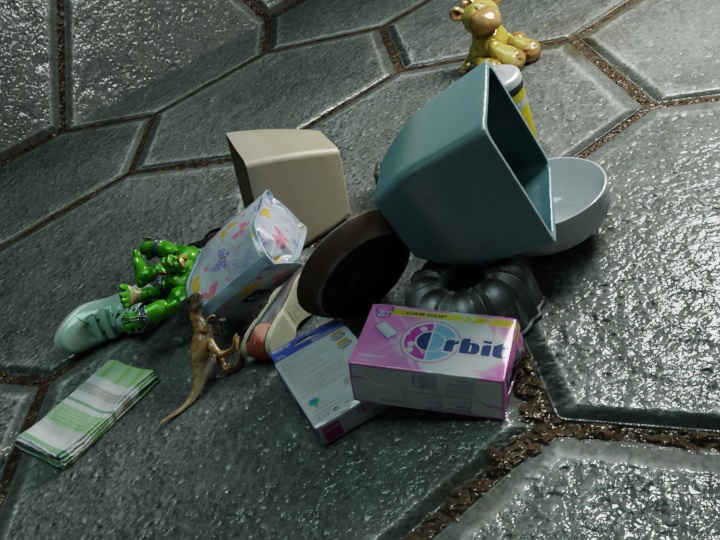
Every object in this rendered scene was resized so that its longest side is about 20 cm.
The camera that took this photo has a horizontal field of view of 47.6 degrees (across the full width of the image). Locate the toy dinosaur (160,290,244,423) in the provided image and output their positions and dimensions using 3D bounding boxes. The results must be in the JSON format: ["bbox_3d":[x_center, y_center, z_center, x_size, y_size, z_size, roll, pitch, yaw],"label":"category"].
[{"bbox_3d":[-0.234,0.134,1.231,0.106,0.060,0.201,-2,71,6],"label":"toy dinosaur"}]

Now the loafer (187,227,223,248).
[{"bbox_3d":[-0.290,-0.028,1.524,0.073,0.072,0.200,-13,32,17],"label":"loafer"}]

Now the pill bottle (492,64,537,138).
[{"bbox_3d":[0.231,-0.225,1.347,0.114,0.201,0.114,-17,30,10],"label":"pill bottle"}]

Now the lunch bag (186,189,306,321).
[{"bbox_3d":[-0.185,-0.010,1.333,0.169,0.127,0.200,-39,17,19],"label":"lunch bag"}]

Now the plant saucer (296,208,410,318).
[{"bbox_3d":[0.000,0.000,1.181,0.200,0.201,0.035,-32,56,-15],"label":"plant saucer"}]

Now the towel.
[{"bbox_3d":[-0.430,0.215,1.276,0.149,0.031,0.200,7,42,40],"label":"towel"}]

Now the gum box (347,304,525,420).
[{"bbox_3d":[0.097,0.109,1.002,0.199,0.066,0.114,5,38,17],"label":"gum box"}]

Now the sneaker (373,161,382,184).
[{"bbox_3d":[0.079,-0.163,1.492,0.099,0.071,0.200,-23,24,4],"label":"sneaker"}]

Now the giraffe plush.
[{"bbox_3d":[0.292,-0.540,1.845,0.172,0.163,0.200,-33,32,-16],"label":"giraffe plush"}]

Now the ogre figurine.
[{"bbox_3d":[-0.331,0.015,1.379,0.119,0.099,0.200,-7,26,5],"label":"ogre figurine"}]

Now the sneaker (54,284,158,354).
[{"bbox_3d":[-0.437,0.091,1.429,0.200,0.074,0.118,-32,25,-19],"label":"sneaker"}]

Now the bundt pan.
[{"bbox_3d":[0.149,0.030,1.125,0.201,0.076,0.202,-17,31,11],"label":"bundt pan"}]

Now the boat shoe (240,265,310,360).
[{"bbox_3d":[-0.118,0.061,1.271,0.062,0.071,0.200,-5,39,33],"label":"boat shoe"}]

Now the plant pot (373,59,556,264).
[{"bbox_3d":[0.132,-0.124,1.116,0.199,0.196,0.197,-24,31,26],"label":"plant pot"}]

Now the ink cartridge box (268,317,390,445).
[{"bbox_3d":[-0.040,0.144,1.109,0.119,0.042,0.200,-28,33,-12],"label":"ink cartridge box"}]

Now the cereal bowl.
[{"bbox_3d":[0.273,-0.083,1.209,0.199,0.084,0.200,-18,31,11],"label":"cereal bowl"}]

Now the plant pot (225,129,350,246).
[{"bbox_3d":[-0.128,-0.160,1.520,0.176,0.201,0.200,-17,28,-11],"label":"plant pot"}]
